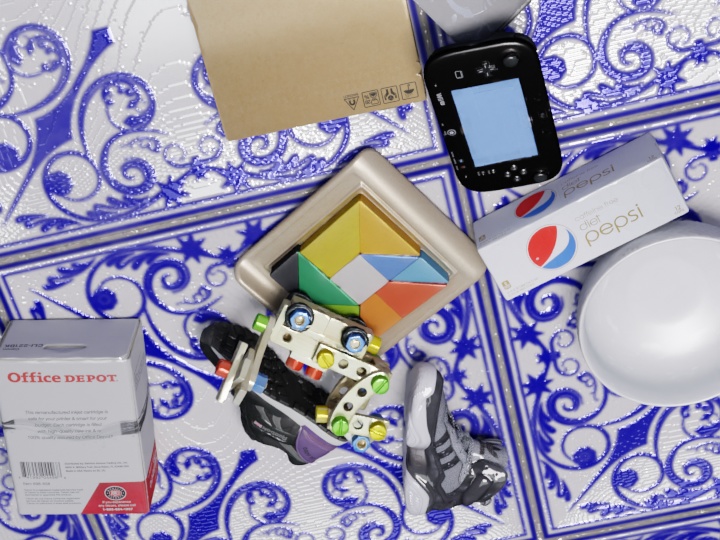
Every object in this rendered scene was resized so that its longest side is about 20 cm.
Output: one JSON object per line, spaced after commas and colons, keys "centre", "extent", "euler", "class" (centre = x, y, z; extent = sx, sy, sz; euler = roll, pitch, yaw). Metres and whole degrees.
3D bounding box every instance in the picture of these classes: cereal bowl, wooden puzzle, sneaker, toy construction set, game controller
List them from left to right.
{"centre": [-0.107, 0.141, 1.426], "extent": [0.087, 0.076, 0.200], "euler": [-38, 113, 26], "class": "sneaker"}
{"centre": [-0.051, 0.102, 1.356], "extent": [0.199, 0.092, 0.132], "euler": [20, 105, -26], "class": "toy construction set"}
{"centre": [0.000, 0.000, 1.366], "extent": [0.200, 0.037, 0.185], "euler": [-41, 112, 20], "class": "wooden puzzle"}
{"centre": [0.103, 0.180, 1.448], "extent": [0.113, 0.076, 0.201], "euler": [0, 125, -1], "class": "sneaker"}
{"centre": [0.125, -0.142, 1.248], "extent": [0.104, 0.042, 0.200], "euler": [-16, 142, 7], "class": "game controller"}
{"centre": [0.313, 0.034, 1.359], "extent": [0.198, 0.083, 0.201], "euler": [0, 120, -1], "class": "cereal bowl"}

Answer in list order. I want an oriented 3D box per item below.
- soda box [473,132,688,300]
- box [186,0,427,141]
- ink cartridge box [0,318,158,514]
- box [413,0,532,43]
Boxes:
{"centre": [0.213, -0.053, 1.322], "extent": [0.199, 0.064, 0.068], "euler": [-27, 115, 13], "class": "soda box"}
{"centre": [-0.049, -0.215, 1.253], "extent": [0.198, 0.021, 0.164], "euler": [-11, 119, 6], "class": "box"}
{"centre": [-0.297, 0.154, 1.423], "extent": [0.143, 0.084, 0.201], "euler": [0, 120, 1], "class": "ink cartridge box"}
{"centre": [0.085, -0.311, 1.173], "extent": [0.160, 0.044, 0.200], "euler": [-43, 115, 14], "class": "box"}
